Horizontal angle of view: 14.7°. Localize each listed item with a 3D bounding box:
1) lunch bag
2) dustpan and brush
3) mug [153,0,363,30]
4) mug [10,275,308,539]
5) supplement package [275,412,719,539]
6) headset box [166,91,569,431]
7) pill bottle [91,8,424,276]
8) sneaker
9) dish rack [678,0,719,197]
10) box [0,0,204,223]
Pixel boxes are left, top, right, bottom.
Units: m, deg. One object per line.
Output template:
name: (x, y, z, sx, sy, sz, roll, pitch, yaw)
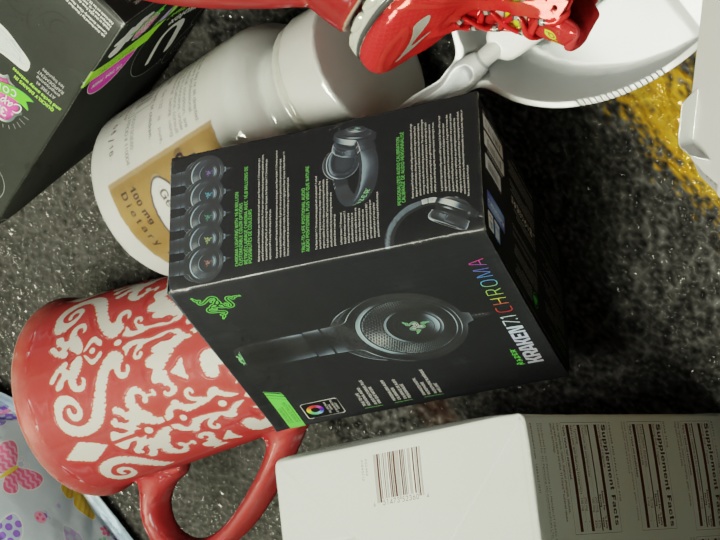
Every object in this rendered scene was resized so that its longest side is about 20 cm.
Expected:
lunch bag: (-0.278, 0.192, 1.985, 0.169, 0.127, 0.201, -38, 86, 42)
dustpan and brush: (0.084, -0.129, 1.533, 0.200, 0.057, 0.140, -39, 91, 35)
mug: (-0.062, -0.221, 1.542, 0.200, 0.133, 0.178, 39, 115, 3)
mug: (-0.096, 0.076, 1.783, 0.199, 0.134, 0.178, -18, 118, 37)
supplement package: (0.091, 0.166, 1.615, 0.190, 0.199, 0.148, -13, 79, 40)
headset box: (0.000, 0.000, 1.582, 0.199, 0.093, 0.174, -11, 147, 15)
pill bottle: (-0.060, -0.082, 1.652, 0.200, 0.114, 0.115, -29, 99, 41)
sneaker: (0.083, -0.148, 1.461, 0.199, 0.077, 0.085, -29, 84, 20)
dish rack: (0.207, -0.114, 1.399, 0.172, 0.043, 0.201, -128, 37, -62)
box: (-0.182, -0.156, 1.671, 0.124, 0.148, 0.200, 44, 134, 4)
